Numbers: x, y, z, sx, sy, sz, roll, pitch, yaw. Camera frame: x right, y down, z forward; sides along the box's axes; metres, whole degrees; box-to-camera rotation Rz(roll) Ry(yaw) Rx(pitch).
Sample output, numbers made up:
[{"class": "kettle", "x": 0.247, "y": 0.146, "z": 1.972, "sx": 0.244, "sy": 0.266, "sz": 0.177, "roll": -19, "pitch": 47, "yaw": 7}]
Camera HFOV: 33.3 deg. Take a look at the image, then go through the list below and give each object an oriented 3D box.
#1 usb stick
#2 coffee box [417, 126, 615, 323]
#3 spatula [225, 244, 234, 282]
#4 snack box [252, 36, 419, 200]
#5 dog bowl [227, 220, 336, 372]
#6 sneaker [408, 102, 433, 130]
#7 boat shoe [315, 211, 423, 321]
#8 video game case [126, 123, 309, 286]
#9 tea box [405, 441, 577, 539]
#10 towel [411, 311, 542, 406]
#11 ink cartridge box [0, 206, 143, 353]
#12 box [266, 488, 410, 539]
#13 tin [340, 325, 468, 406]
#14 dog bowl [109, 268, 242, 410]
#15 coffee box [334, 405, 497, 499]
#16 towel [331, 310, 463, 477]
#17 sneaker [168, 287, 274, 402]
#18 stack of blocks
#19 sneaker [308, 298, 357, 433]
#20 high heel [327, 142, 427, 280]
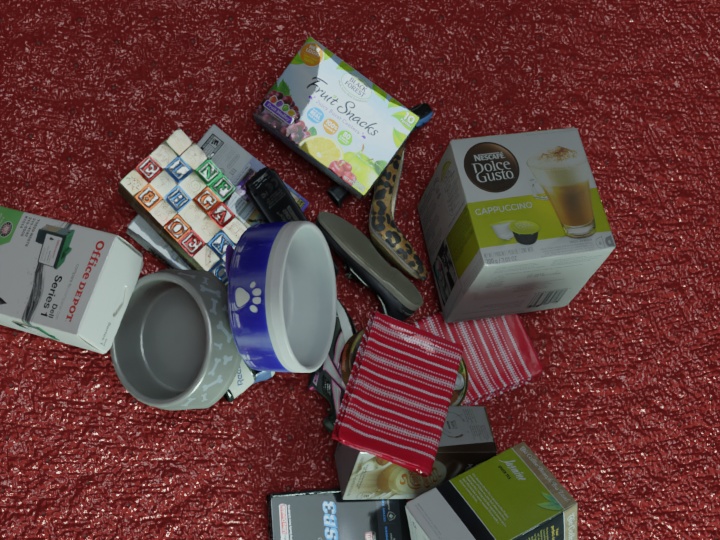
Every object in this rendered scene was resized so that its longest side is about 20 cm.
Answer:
[{"class": "usb stick", "x": -0.096, "y": -0.056, "z": 1.710, "sx": 0.055, "sy": 0.033, "sz": 0.201, "roll": -41, "pitch": 119, "yaw": -16}, {"class": "coffee box", "x": 0.215, "y": -0.065, "z": 1.725, "sx": 0.197, "sy": 0.200, "sz": 0.200, "roll": -7, "pitch": 67, "yaw": -15}, {"class": "spatula", "x": -0.162, "y": 0.032, "z": 1.640, "sx": 0.020, "sy": 0.201, "sz": 0.057, "roll": -4, "pitch": 60, "yaw": -1}, {"class": "snack box", "x": -0.035, "y": -0.218, "z": 1.732, "sx": 0.199, "sy": 0.053, "sz": 0.143, "roll": 36, "pitch": 82, "yaw": 1}, {"class": "dog bowl", "x": -0.102, "y": 0.035, "z": 1.614, "sx": 0.078, "sy": 0.200, "sz": 0.203, "roll": -1, "pitch": 77, "yaw": 20}, {"class": "sneaker", "x": 0.015, "y": -0.234, "z": 1.796, "sx": 0.197, "sy": 0.071, "sz": 0.084, "roll": -5, "pitch": 86, "yaw": -12}, {"class": "boat shoe", "x": 0.000, "y": 0.000, "z": 1.746, "sx": 0.200, "sy": 0.073, "sz": 0.063, "roll": 44, "pitch": 117, "yaw": 2}, {"class": "video game case", "x": -0.203, "y": -0.075, "z": 1.725, "sx": 0.181, "sy": 0.045, "sz": 0.201, "roll": 39, "pitch": 73, "yaw": -3}, {"class": "tea box", "x": 0.181, "y": 0.377, "z": 1.630, "sx": 0.195, "sy": 0.202, "sz": 0.134, "roll": -23, "pitch": 42, "yaw": -17}, {"class": "towel", "x": 0.159, "y": 0.123, "z": 1.777, "sx": 0.198, "sy": 0.022, "sz": 0.146, "roll": -20, "pitch": 83, "yaw": -16}, {"class": "ink cartridge box", "x": -0.408, "y": 0.011, "z": 1.595, "sx": 0.198, "sy": 0.084, "sz": 0.148, "roll": 12, "pitch": 73, "yaw": 21}, {"class": "box", "x": -0.027, "y": 0.404, "z": 1.670, "sx": 0.196, "sy": 0.050, "sz": 0.203, "roll": -1, "pitch": 78, "yaw": -15}, {"class": "tin", "x": 0.062, "y": 0.141, "z": 1.686, "sx": 0.198, "sy": 0.042, "sz": 0.113, "roll": 15, "pitch": 74, "yaw": -28}, {"class": "dog bowl", "x": -0.252, "y": 0.092, "z": 1.609, "sx": 0.198, "sy": 0.058, "sz": 0.203, "roll": -1, "pitch": 88, "yaw": 30}, {"class": "coffee box", "x": 0.075, "y": 0.251, "z": 1.662, "sx": 0.198, "sy": 0.115, "sz": 0.080, "roll": 2, "pitch": 46, "yaw": -16}, {"class": "towel", "x": 0.053, "y": 0.163, "z": 1.612, "sx": 0.143, "sy": 0.023, "sz": 0.202, "roll": 22, "pitch": 61, "yaw": -8}, {"class": "sneaker", "x": -0.222, "y": 0.106, "z": 1.665, "sx": 0.115, "sy": 0.081, "sz": 0.200, "roll": -43, "pitch": 92, "yaw": -20}, {"class": "stack of blocks", "x": -0.225, "y": -0.081, "z": 1.666, "sx": 0.200, "sy": 0.059, "sz": 0.115, "roll": 47, "pitch": 73, "yaw": -2}, {"class": "sneaker", "x": -0.038, "y": 0.137, "z": 1.708, "sx": 0.085, "sy": 0.080, "sz": 0.202, "roll": -15, "pitch": 73, "yaw": 3}, {"class": "high heel", "x": 0.065, "y": -0.094, "z": 1.777, "sx": 0.142, "sy": 0.071, "sz": 0.200, "roll": -41, "pitch": 81, "yaw": -11}]
